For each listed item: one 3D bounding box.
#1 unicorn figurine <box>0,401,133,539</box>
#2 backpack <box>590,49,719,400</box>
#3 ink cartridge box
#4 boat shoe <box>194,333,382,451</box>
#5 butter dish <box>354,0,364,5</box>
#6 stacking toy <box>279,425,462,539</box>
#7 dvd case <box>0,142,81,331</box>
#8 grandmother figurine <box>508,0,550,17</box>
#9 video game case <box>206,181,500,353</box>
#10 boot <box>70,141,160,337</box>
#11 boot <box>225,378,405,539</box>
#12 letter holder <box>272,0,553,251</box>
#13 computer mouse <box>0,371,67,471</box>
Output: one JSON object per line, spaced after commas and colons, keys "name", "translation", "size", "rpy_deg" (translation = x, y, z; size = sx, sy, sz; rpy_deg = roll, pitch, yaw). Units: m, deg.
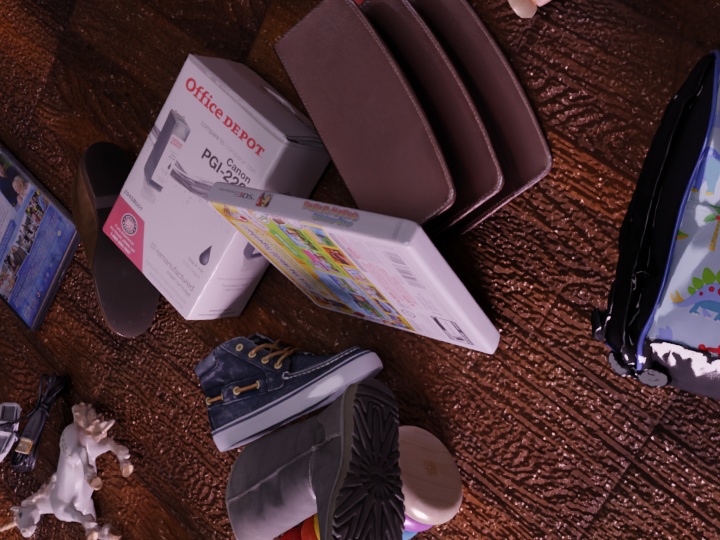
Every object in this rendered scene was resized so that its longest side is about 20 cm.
{"name": "unicorn figurine", "translation": [-0.312, 0.235, 1.039], "size": [0.137, 0.074, 0.202], "rpy_deg": [25, 91, 39]}
{"name": "backpack", "translation": [0.243, -0.026, 0.610], "size": [0.145, 0.183, 0.202], "rpy_deg": [13, 96, 8]}
{"name": "ink cartridge box", "translation": [-0.134, -0.076, 0.899], "size": [0.145, 0.085, 0.201], "rpy_deg": [42, 111, 24]}
{"name": "boat shoe", "translation": [-0.075, 0.091, 0.873], "size": [0.199, 0.071, 0.092], "rpy_deg": [-29, 78, 31]}
{"name": "butter dish", "translation": [-0.004, -0.351, 0.767], "size": [0.199, 0.147, 0.201], "rpy_deg": [-38, 73, 28]}
{"name": "stacking toy", "translation": [-0.004, 0.218, 0.838], "size": [0.200, 0.085, 0.086], "rpy_deg": [-44, 70, 34]}
{"name": "dvd case", "translation": [-0.405, -0.047, 1.110], "size": [0.200, 0.017, 0.143], "rpy_deg": [41, 112, 24]}
{"name": "grandmother figurine", "translation": [0.191, -0.262, 0.701], "size": [0.199, 0.060, 0.122], "rpy_deg": [-30, 85, 32]}
{"name": "video game case", "translation": [0.000, 0.000, 0.757], "size": [0.180, 0.200, 0.023], "rpy_deg": [14, 72, 31]}
{"name": "boot", "translation": [-0.258, -0.025, 0.999], "size": [0.075, 0.073, 0.202], "rpy_deg": [-25, 74, 49]}
{"name": "boot", "translation": [-0.049, 0.192, 0.784], "size": [0.199, 0.072, 0.183], "rpy_deg": [-32, 36, 39]}
{"name": "letter holder", "translation": [0.046, -0.135, 0.773], "size": [0.142, 0.100, 0.201], "rpy_deg": [-35, 74, 26]}
{"name": "computer mouse", "translation": [-0.406, 0.187, 1.097], "size": [0.199, 0.044, 0.111], "rpy_deg": [-20, 49, 38]}
